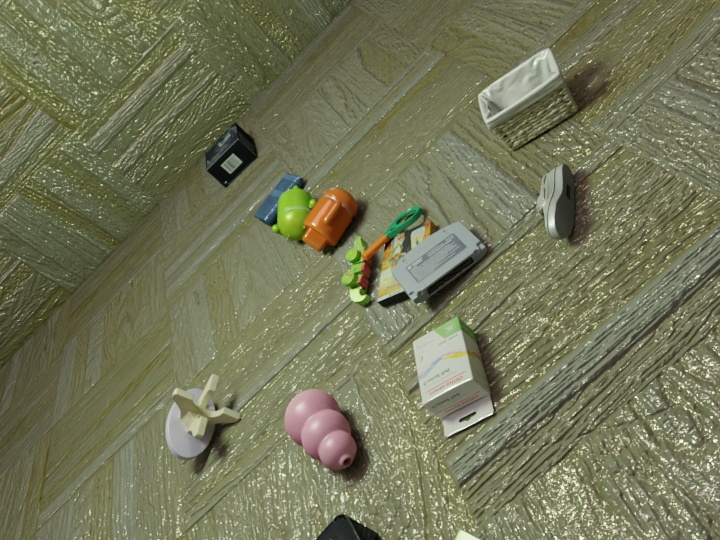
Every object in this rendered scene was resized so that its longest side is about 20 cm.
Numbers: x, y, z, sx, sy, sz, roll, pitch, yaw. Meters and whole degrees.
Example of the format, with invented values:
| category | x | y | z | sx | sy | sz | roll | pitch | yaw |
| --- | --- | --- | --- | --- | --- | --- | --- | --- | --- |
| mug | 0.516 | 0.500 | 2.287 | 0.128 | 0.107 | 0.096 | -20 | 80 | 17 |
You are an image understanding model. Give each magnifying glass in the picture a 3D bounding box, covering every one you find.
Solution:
| category | x | y | z | sx | sy | sz | roll | pitch | yaw |
| --- | --- | --- | --- | --- | --- | --- | --- | --- | --- |
| magnifying glass | 0.081 | -0.097 | 1.636 | 0.200 | 0.022 | 0.079 | -41 | 19 | -16 |

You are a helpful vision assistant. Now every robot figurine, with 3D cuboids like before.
| category | x | y | z | sx | sy | sz | roll | pitch | yaw |
| --- | --- | --- | --- | --- | --- | --- | --- | --- | --- |
| robot figurine | -0.086 | -0.153 | 1.845 | 0.116 | 0.144 | 0.201 | 29 | 79 | 33 |
| robot figurine | -0.200 | -0.175 | 1.996 | 0.175 | 0.116 | 0.201 | -30 | 37 | 18 |

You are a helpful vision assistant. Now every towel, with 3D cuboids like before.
| category | x | y | z | sx | sy | sz | roll | pitch | yaw |
| --- | --- | --- | --- | --- | --- | --- | --- | --- | --- |
| towel | -0.279 | -0.245 | 2.222 | 0.201 | 0.048 | 0.111 | -53 | 33 | -7 |

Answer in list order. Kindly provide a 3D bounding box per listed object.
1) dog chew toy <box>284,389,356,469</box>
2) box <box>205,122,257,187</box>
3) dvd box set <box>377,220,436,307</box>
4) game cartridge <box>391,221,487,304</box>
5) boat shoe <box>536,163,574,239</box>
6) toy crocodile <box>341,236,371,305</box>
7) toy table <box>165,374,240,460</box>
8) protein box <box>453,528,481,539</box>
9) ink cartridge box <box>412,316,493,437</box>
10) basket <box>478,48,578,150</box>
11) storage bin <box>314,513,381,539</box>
| category | x | y | z | sx | sy | sz | roll | pitch | yaw |
| --- | --- | --- | --- | --- | --- | --- | --- | --- | --- |
| dog chew toy | -0.077 | 0.339 | 1.344 | 0.125 | 0.124 | 0.200 | -49 | 42 | -1 |
| box | -0.553 | -0.493 | 2.728 | 0.196 | 0.117 | 0.201 | -41 | 33 | 12 |
| dvd box set | 0.113 | -0.017 | 1.553 | 0.145 | 0.029 | 0.201 | -23 | 41 | 34 |
| game cartridge | 0.172 | -0.023 | 1.448 | 0.199 | 0.041 | 0.133 | -36 | 44 | 0 |
| boat shoe | 0.393 | -0.136 | 1.313 | 0.065 | 0.072 | 0.201 | -22 | 41 | 41 |
| toy crocodile | 0.000 | 0.000 | 1.636 | 0.061 | 0.068 | 0.202 | -18 | 46 | 30 |
| toy table | -0.418 | 0.375 | 1.667 | 0.117 | 0.183 | 0.201 | -46 | 38 | 36 |
| protein box | 0.218 | 0.454 | 0.803 | 0.198 | 0.200 | 0.136 | 6 | 61 | 51 |
| ink cartridge box | 0.174 | 0.201 | 1.229 | 0.117 | 0.067 | 0.201 | -33 | 36 | 22 |
| basket | 0.398 | -0.398 | 1.520 | 0.199 | 0.123 | 0.136 | -31 | 37 | 27 |
| storage bin | -0.044 | 0.548 | 1.112 | 0.200 | 0.094 | 0.135 | -49 | 33 | 2 |
